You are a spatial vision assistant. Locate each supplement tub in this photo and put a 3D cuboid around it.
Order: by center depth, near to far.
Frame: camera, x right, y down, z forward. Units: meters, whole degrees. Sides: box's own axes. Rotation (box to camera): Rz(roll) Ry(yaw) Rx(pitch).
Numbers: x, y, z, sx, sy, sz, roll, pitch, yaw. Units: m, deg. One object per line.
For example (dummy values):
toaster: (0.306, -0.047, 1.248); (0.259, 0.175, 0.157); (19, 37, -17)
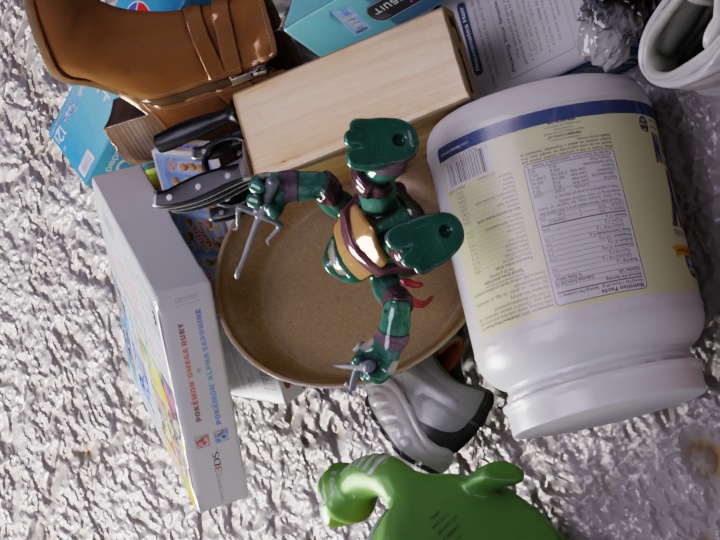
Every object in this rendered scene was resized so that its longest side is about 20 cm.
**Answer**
supplement tub: (0.130, -0.007, 1.413); (0.145, 0.145, 0.200); (-23, 76, 43)

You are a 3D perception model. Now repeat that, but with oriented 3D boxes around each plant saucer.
plant saucer: (0.000, 0.000, 1.559); (0.200, 0.035, 0.200); (-9, 56, 14)

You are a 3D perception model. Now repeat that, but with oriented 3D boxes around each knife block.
knife block: (-0.039, -0.091, 1.459); (0.200, 0.175, 0.064); (-39, 65, 63)

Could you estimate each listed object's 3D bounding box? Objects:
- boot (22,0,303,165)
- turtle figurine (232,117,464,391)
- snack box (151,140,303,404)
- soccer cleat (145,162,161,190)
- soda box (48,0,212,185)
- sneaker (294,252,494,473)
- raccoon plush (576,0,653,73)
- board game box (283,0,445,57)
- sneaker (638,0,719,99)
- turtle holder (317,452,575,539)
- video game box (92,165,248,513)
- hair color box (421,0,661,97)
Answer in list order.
boot: (-0.139, -0.166, 1.635); (0.155, 0.200, 0.077); (-19, 34, 19)
turtle figurine: (-0.002, -0.017, 1.425); (0.150, 0.101, 0.200); (47, 154, 2)
snack box: (-0.096, 0.002, 1.667); (0.072, 0.024, 0.200); (8, 120, 43)
soccer cleat: (-0.110, -0.045, 1.704); (0.200, 0.065, 0.084); (-9, 88, 44)
soda box: (-0.159, -0.159, 1.744); (0.064, 0.068, 0.200); (52, 125, 29)
sneaker: (0.024, 0.050, 1.583); (0.079, 0.074, 0.200); (-43, 57, 9)
raccoon plush: (0.221, -0.203, 1.353); (0.134, 0.097, 0.200); (18, 102, 38)
board game box: (0.044, -0.241, 1.509); (0.200, 0.047, 0.151); (-24, 42, 43)
sneaker: (0.252, -0.154, 1.310); (0.200, 0.115, 0.074); (-35, 66, 38)
turtle holder: (0.049, 0.206, 1.491); (0.132, 0.185, 0.141); (124, 167, -51)
video game box: (-0.138, 0.046, 1.653); (0.200, 0.047, 0.182); (-125, 25, -57)
hair color box: (0.100, -0.156, 1.495); (0.200, 0.060, 0.100); (-24, 76, 42)
